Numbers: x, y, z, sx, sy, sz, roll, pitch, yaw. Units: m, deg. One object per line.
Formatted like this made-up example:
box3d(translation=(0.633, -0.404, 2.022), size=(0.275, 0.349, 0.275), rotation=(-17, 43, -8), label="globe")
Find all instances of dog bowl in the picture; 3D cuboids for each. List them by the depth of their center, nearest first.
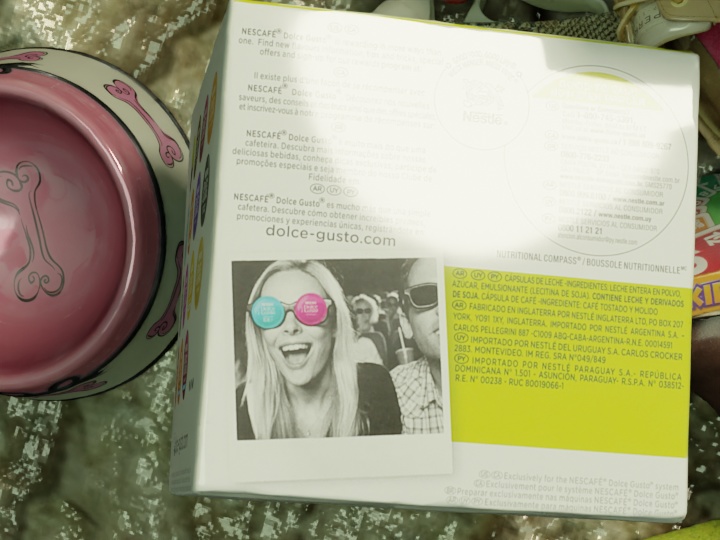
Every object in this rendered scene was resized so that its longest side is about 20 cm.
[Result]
box3d(translation=(-0.186, -0.022, 0.892), size=(0.199, 0.074, 0.201), rotation=(1, 96, 12), label="dog bowl")

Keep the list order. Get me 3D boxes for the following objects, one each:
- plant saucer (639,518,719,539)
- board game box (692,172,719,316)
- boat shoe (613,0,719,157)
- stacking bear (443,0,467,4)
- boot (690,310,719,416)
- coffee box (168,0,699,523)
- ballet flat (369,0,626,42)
box3d(translation=(0.174, 0.241, 0.853), size=(0.199, 0.048, 0.200), rotation=(-18, 92, 13), label="plant saucer")
box3d(translation=(0.218, -0.025, 0.790), size=(0.199, 0.096, 0.030), rotation=(-11, 120, 12), label="board game box")
box3d(translation=(0.158, -0.121, 0.773), size=(0.200, 0.069, 0.074), rotation=(51, 148, 3), label="boat shoe")
box3d(translation=(0.013, -0.229, 0.811), size=(0.121, 0.114, 0.200), rotation=(-39, 91, 14), label="stacking bear")
box3d(translation=(0.213, 0.092, 0.804), size=(0.199, 0.072, 0.167), rotation=(-5, 82, 5), label="boot")
box3d(translation=(0.023, 0.007, 0.733), size=(0.199, 0.200, 0.198), rotation=(4, 82, -10), label="coffee box")
box3d(translation=(0.059, -0.115, 0.839), size=(0.199, 0.068, 0.076), rotation=(0, 75, 7), label="ballet flat")
